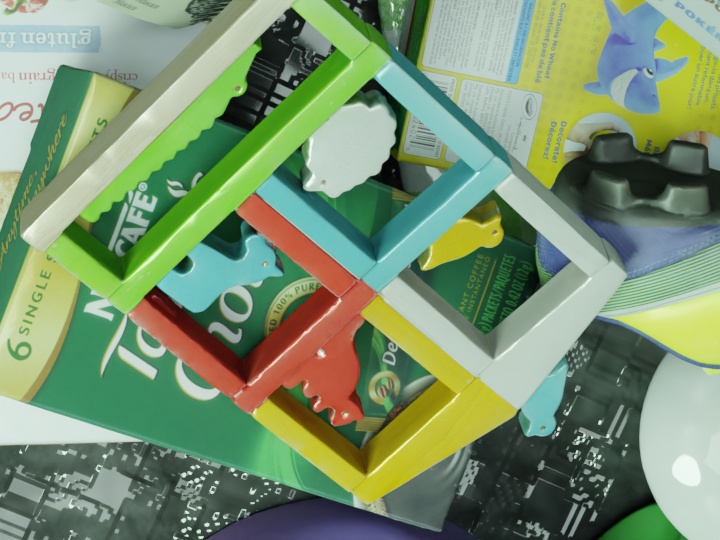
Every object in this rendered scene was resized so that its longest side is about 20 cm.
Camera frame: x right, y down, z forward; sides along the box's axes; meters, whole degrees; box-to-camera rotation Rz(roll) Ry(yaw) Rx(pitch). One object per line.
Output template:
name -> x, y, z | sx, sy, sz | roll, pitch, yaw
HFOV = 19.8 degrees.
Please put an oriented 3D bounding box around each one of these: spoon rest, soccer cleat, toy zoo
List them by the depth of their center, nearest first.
toy zoo -> 0.000, 0.000, 0.718 | 0.131, 0.020, 0.200 | -42, 116, 14
soccer cleat -> 0.163, 0.007, 0.766 | 0.200, 0.065, 0.084 | 13, 123, 6
spoon rest -> 0.188, 0.031, 0.841 | 0.099, 0.061, 0.200 | 46, 74, -12

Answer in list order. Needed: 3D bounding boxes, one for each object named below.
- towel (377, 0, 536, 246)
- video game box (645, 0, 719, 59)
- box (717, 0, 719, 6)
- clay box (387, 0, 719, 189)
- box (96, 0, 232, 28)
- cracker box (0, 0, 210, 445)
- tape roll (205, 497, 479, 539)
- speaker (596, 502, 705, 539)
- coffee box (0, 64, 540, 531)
towel -> 0.080, -0.101, 0.835 | 0.149, 0.031, 0.200 | -7, 103, -7
video game box -> 0.188, -0.151, 0.771 | 0.182, 0.047, 0.200 | 40, 64, 1
box -> 0.211, -0.162, 0.735 | 0.200, 0.040, 0.137 | -3, 69, -17
clay box -> 0.117, -0.083, 0.804 | 0.200, 0.048, 0.115 | 10, 101, -12
box -> 0.005, -0.144, 0.693 | 0.200, 0.082, 0.068 | -15, 85, 17
cracker box -> -0.127, -0.035, 0.788 | 0.134, 0.058, 0.200 | -1, 100, -12
tape roll -> -0.004, 0.198, 0.835 | 0.200, 0.085, 0.200 | -1, 99, -9
speaker -> 0.173, 0.190, 0.864 | 0.088, 0.088, 0.200 | -44, 103, -1
coffee box -> -0.038, 0.014, 0.767 | 0.200, 0.044, 0.123 | 22, 90, -26
